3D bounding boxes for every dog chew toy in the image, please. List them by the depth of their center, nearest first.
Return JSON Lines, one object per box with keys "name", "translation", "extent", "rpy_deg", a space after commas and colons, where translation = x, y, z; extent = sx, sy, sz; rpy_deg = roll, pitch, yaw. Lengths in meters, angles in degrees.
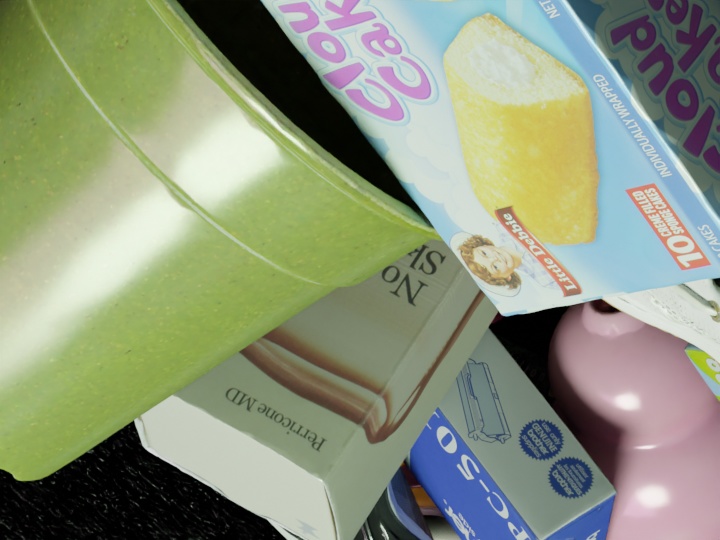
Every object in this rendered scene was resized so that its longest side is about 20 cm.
{"name": "dog chew toy", "translation": [0.140, 0.083, 1.058], "extent": [0.124, 0.125, 0.201], "rpy_deg": [15, 141, 39]}

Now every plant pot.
{"name": "plant pot", "translation": [-0.089, -0.029, 0.846], "extent": [0.200, 0.190, 0.200], "rpy_deg": [41, -160, -18]}

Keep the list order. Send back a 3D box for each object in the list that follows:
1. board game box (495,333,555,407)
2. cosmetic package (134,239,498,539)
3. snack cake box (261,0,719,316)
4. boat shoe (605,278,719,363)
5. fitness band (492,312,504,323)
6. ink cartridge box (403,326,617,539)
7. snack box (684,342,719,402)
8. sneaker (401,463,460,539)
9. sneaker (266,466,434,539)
{"name": "board game box", "translation": [0.040, 0.051, 1.241], "extent": [0.199, 0.024, 0.105], "rpy_deg": [27, 157, 17]}
{"name": "cosmetic package", "translation": [0.000, 0.000, 0.967], "extent": [0.103, 0.200, 0.087], "rpy_deg": [26, 158, 16]}
{"name": "snack cake box", "translation": [0.040, -0.085, 0.724], "extent": [0.115, 0.067, 0.200], "rpy_deg": [-14, 121, 49]}
{"name": "boat shoe", "translation": [0.137, -0.009, 0.867], "extent": [0.200, 0.071, 0.070], "rpy_deg": [40, 151, 29]}
{"name": "fitness band", "translation": [-0.010, -0.040, 1.115], "extent": [0.200, 0.038, 0.144], "rpy_deg": [37, 157, -9]}
{"name": "ink cartridge box", "translation": [0.034, 0.050, 1.042], "extent": [0.200, 0.044, 0.094], "rpy_deg": [52, 162, 24]}
{"name": "snack box", "translation": [0.250, 0.079, 0.958], "extent": [0.168, 0.068, 0.200], "rpy_deg": [8, 144, 46]}
{"name": "sneaker", "translation": [0.014, 0.085, 1.169], "extent": [0.200, 0.090, 0.075], "rpy_deg": [28, 171, 39]}
{"name": "sneaker", "translation": [-0.014, 0.095, 1.059], "extent": [0.201, 0.074, 0.079], "rpy_deg": [66, 172, -21]}
